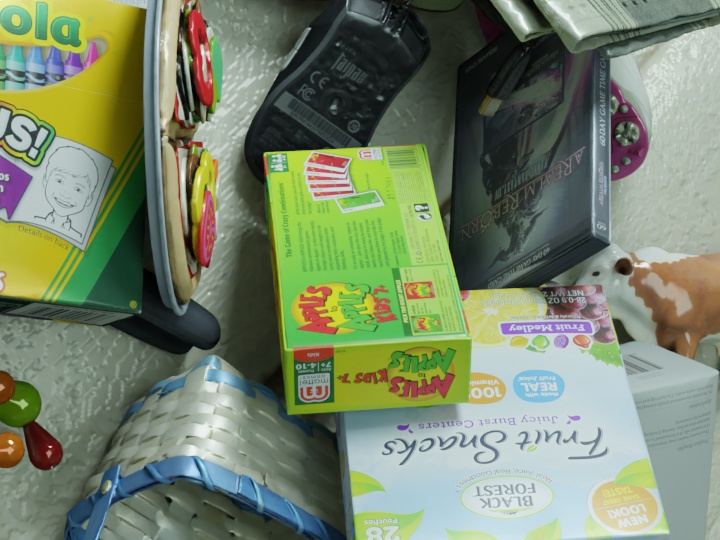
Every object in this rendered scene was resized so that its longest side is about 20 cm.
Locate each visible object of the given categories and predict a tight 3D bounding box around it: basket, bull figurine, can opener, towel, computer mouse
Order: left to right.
[{"bbox_3d":[-0.162,-0.003,1.042,0.200,0.063,0.079,33,71,-26],"label":"can opener"},{"bbox_3d":[-0.080,0.168,1.030,0.176,0.139,0.200,37,39,-25],"label":"basket"},{"bbox_3d":[0.021,-0.124,1.142,0.140,0.046,0.200,28,103,-22],"label":"computer mouse"},{"bbox_3d":[0.127,-0.209,1.113,0.192,0.035,0.200,-17,59,-42],"label":"towel"},{"bbox_3d":[0.240,0.034,1.296,0.200,0.065,0.122,-6,95,-30],"label":"bull figurine"}]

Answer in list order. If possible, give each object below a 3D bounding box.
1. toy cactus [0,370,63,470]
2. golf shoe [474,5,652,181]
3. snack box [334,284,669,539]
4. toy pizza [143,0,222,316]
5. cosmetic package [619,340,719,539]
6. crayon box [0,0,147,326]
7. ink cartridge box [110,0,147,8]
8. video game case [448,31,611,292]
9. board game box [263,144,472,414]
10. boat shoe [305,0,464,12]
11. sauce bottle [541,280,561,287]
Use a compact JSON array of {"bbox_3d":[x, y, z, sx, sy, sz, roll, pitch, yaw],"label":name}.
[{"bbox_3d":[-0.268,0.060,0.972,0.200,0.102,0.165,-10,74,-30],"label":"toy cactus"},{"bbox_3d":[0.141,-0.158,1.248,0.200,0.075,0.092,63,29,-6],"label":"golf shoe"},{"bbox_3d":[0.072,0.098,1.022,0.168,0.200,0.068,-3,133,-4],"label":"snack box"},{"bbox_3d":[-0.096,-0.074,1.018,0.032,0.200,0.200,-2,89,0],"label":"toy pizza"},{"bbox_3d":[0.169,0.158,1.207,0.113,0.081,0.200,-7,109,-33],"label":"cosmetic package"},{"bbox_3d":[-0.212,-0.069,0.948,0.200,0.058,0.173,8,77,-31],"label":"crayon box"},{"bbox_3d":[-0.217,-0.191,1.024,0.200,0.050,0.109,-7,93,-31],"label":"ink cartridge box"},{"bbox_3d":[0.105,-0.077,1.132,0.019,0.143,0.200,22,56,-27],"label":"video game case"},{"bbox_3d":[0.000,0.000,1.048,0.101,0.200,0.048,-4,126,-4],"label":"board game box"},{"bbox_3d":[0.002,-0.216,1.139,0.200,0.076,0.072,-2,64,-37],"label":"boat shoe"},{"bbox_3d":[0.046,0.029,1.172,0.200,0.065,0.065,7,84,-33],"label":"sauce bottle"}]
